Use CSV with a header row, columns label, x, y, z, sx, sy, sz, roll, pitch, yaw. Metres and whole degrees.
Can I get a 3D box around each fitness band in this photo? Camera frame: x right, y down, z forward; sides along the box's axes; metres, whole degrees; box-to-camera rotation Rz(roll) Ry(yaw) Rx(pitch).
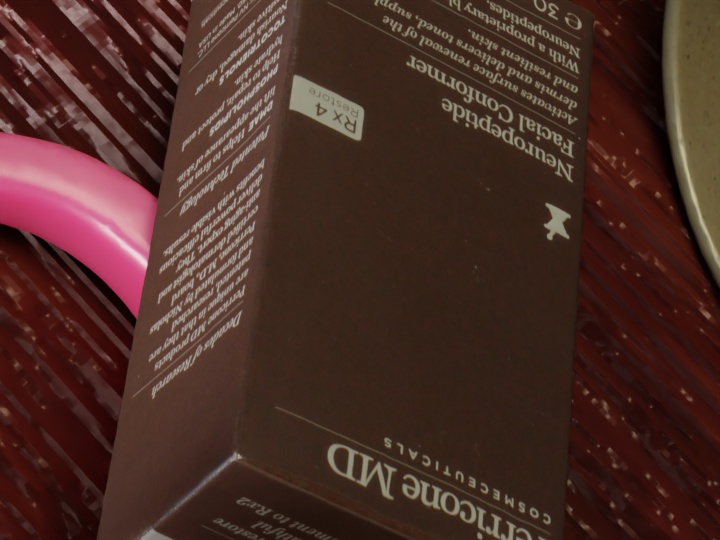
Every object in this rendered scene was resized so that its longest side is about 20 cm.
label,x,y,z,sx,sy,sz,roll,pitch,yaw
fitness band,-0.088,0.057,0.737,0.143,0.037,0.201,-9,69,-24

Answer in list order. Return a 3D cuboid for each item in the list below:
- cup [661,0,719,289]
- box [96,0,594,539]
label,x,y,z,sx,sy,sz,roll,pitch,yaw
cup,0.206,-0.059,0.821,0.143,0.200,0.201,-6,66,-35
box,0.000,0.000,0.749,0.100,0.075,0.201,25,50,-24
